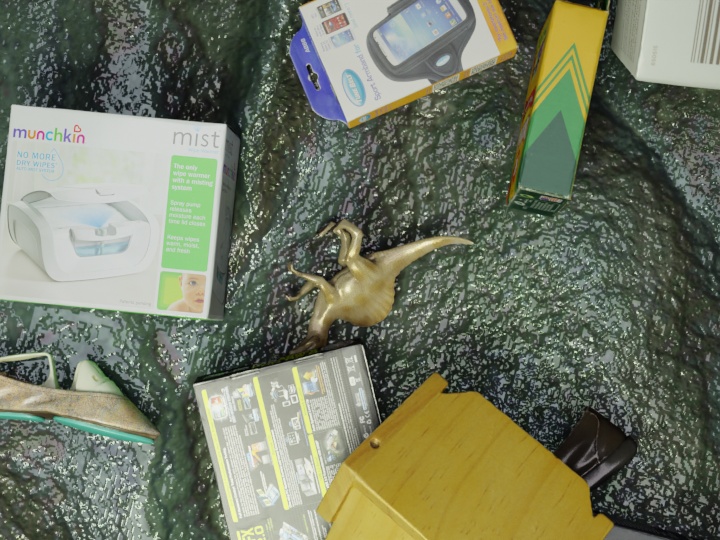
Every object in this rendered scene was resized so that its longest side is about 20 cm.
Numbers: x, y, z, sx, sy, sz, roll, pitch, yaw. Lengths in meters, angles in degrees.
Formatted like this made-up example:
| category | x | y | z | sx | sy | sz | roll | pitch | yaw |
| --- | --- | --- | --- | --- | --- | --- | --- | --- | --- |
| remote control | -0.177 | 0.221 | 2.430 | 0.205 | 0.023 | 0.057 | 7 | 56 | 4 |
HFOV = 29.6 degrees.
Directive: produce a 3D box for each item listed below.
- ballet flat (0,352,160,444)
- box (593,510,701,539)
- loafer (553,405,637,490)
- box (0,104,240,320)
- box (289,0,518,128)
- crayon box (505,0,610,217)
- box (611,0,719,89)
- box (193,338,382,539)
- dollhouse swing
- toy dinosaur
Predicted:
| category | x | y | z | sx | sy | sz | roll | pitch | yaw |
| --- | --- | --- | --- | --- | --- | --- | --- | --- | --- |
| ballet flat | -0.277 | 0.111 | 1.251 | 0.198 | 0.068 | 0.068 | 9 | 79 | 0 |
| box | 0.254 | 0.329 | 1.201 | 0.180 | 0.104 | 0.202 | 15 | 86 | 2 |
| loafer | 0.155 | 0.195 | 1.236 | 0.199 | 0.073 | 0.072 | -35 | 80 | -9 |
| box | -0.219 | -0.051 | 1.246 | 0.198 | 0.097 | 0.179 | 6 | 88 | 3 |
| box | 0.034 | -0.219 | 1.278 | 0.198 | 0.041 | 0.120 | -24 | 86 | -2 |
| crayon box | 0.178 | -0.158 | 1.227 | 0.050 | 0.127 | 0.202 | 12 | 85 | 2 |
| box | 0.334 | -0.266 | 1.183 | 0.197 | 0.171 | 0.202 | 5 | 107 | 2 |
| box | -0.052 | 0.177 | 1.237 | 0.159 | 0.044 | 0.202 | -14 | 94 | 1 |
| dollhouse swing | 0.074 | 0.242 | 1.176 | 0.199 | 0.177 | 0.182 | 38 | 56 | 17 |
| toy dinosaur | 0.000 | 0.000 | 1.265 | 0.199 | 0.058 | 0.101 | -38 | 101 | 6 |
